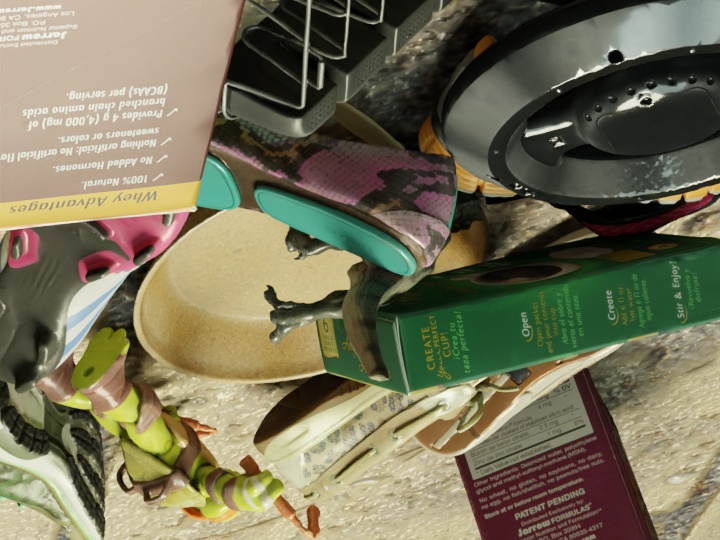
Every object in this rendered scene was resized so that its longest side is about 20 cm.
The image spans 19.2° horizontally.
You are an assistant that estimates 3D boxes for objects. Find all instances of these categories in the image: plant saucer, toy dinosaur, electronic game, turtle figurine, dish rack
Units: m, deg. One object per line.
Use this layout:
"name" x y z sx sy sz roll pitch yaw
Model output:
"plant saucer" -0.030 -0.007 1.163 0.200 0.035 0.200 -14 149 -9
"toy dinosaur" 0.000 0.000 1.050 0.088 0.200 0.048 -5 115 22
"electronic game" 0.136 -0.081 0.980 0.200 0.042 0.200 -8 158 -3
"turtle figurine" -0.117 0.095 1.195 0.064 0.200 0.161 -49 122 -9
"dish rack" 0.004 -0.159 0.862 0.153 0.055 0.200 -47 158 -36

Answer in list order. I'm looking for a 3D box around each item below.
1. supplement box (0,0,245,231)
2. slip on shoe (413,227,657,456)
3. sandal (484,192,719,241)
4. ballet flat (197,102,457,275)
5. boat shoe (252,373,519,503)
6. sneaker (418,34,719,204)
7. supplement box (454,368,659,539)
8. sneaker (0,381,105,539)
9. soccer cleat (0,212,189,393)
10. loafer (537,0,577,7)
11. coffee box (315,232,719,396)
"supplement box" -0.156 -0.123 0.819 0.197 0.133 0.200 -7 147 -19
"slip on shoe" 0.108 0.037 1.286 0.200 0.076 0.061 -45 180 25
"sandal" 0.163 -0.041 1.171 0.200 0.045 0.075 -5 -174 -25
"ballet flat" -0.047 -0.058 1.017 0.200 0.071 0.069 18 158 14
"boat shoe" 0.030 0.072 1.255 0.200 0.073 0.063 -29 107 29
"sneaker" 0.132 -0.084 1.089 0.200 0.078 0.077 -6 139 -20
"supplement box" 0.136 0.171 1.370 0.103 0.200 0.131 -22 149 8
"sneaker" -0.207 0.104 1.229 0.088 0.077 0.200 -11 145 13
"soccer cleat" -0.132 -0.023 1.010 0.070 0.086 0.200 33 134 -12
"loafer" 0.121 -0.129 0.981 0.200 0.073 0.072 0 137 -45
"coffee box" 0.087 0.020 1.126 0.200 0.044 0.123 -12 -172 -22
